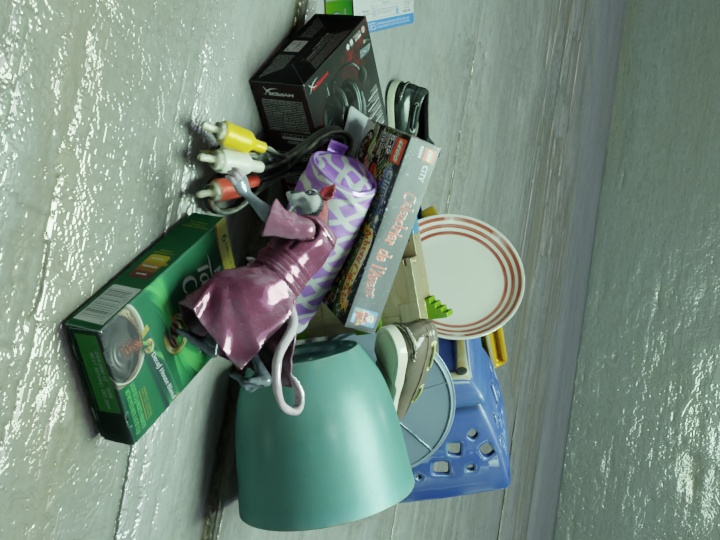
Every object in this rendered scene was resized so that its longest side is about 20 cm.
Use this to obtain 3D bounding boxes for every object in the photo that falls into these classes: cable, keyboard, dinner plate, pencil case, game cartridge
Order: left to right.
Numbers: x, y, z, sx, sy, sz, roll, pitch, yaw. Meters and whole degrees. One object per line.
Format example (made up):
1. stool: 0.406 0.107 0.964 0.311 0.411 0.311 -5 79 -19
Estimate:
1. cable: -0.085 -0.102 0.938 0.197 0.050 0.099 -4 112 -37
2. pencil case: -0.054 -0.028 0.969 0.202 0.083 0.086 -59 -159 26
3. keyboard: 0.026 -0.140 1.107 0.199 0.010 0.058 19 78 -63
4. dinner plate: 0.127 0.010 1.268 0.024 0.196 0.203 92 17 -59
5. game cartridge: 0.156 0.026 1.385 0.177 0.032 0.202 69 -5 -56

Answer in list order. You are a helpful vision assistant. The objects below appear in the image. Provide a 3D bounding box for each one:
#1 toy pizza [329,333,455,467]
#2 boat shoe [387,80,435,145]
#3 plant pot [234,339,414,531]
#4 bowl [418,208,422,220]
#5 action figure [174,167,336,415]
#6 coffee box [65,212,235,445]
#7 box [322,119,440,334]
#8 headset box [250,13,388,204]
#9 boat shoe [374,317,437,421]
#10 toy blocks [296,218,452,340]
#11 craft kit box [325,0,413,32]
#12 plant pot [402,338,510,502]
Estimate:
1. toy pizza: 0.022 0.163 1.170 0.032 0.195 0.205 -77 167 -73
2. boat shoe: 0.085 -0.182 1.363 0.075 0.065 0.203 -48 138 -53
3. plant pot: -0.050 0.168 1.010 0.200 0.197 0.165 -19 100 -63
4. bowl: 0.040 -0.027 1.335 0.200 0.039 0.206 7 90 -67
5. action figure: -0.074 0.002 0.844 0.201 0.147 0.134 -53 153 -13
6. coffee box: -0.179 0.046 0.849 0.200 0.043 0.125 -51 140 -51
7. box: 0.011 -0.052 0.987 0.037 0.136 0.204 16 99 -22
8. headset box: -0.036 -0.168 1.068 0.150 0.076 0.203 -54 142 -38
9. boat shoe: 0.046 0.125 1.075 0.058 0.073 0.202 -17 146 -20
10. toy blocks: 0.000 0.000 1.099 0.100 0.196 0.140 -20 100 -67
11. craft kit box: 0.013 -0.409 1.170 0.200 0.048 0.202 -36 130 -59
12. plant pot: 0.098 0.183 1.292 0.201 0.195 0.183 -84 162 -57
